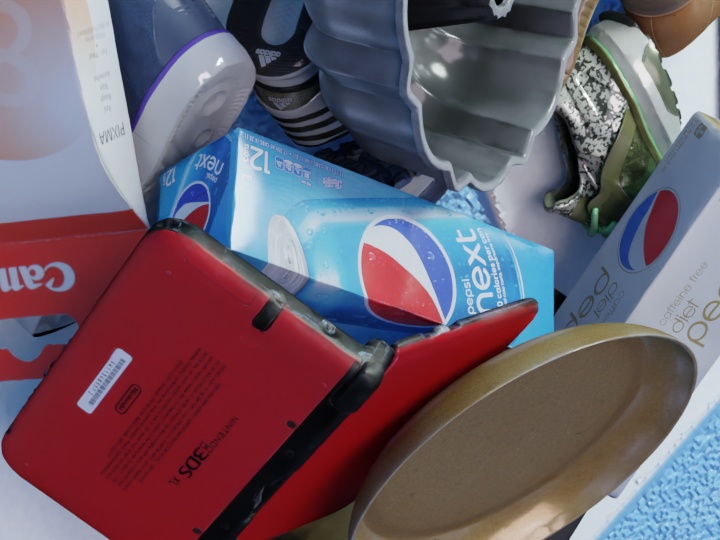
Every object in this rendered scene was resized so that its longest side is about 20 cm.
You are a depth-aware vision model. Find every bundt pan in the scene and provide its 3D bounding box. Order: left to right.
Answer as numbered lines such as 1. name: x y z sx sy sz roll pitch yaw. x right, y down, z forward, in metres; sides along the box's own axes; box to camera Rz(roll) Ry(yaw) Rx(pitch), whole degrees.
1. bundt pan: 0.036 -0.142 0.966 0.202 0.075 0.203 -33 128 -55

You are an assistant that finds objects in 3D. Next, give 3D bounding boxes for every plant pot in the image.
1. plant pot: 0.077 0.089 0.997 0.199 0.028 0.200 -24 149 -15

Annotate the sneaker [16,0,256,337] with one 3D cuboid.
1. sneaker: -0.148 -0.083 0.996 0.080 0.147 0.200 -18 150 -55

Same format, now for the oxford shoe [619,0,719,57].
1. oxford shoe: 0.211 -0.205 1.146 0.200 0.071 0.071 -50 144 -17

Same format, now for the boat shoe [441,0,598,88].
1. boat shoe: 0.091 -0.139 1.085 0.073 0.063 0.200 37 93 -4

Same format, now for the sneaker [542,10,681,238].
1. sneaker: 0.146 -0.041 1.139 0.088 0.077 0.201 -25 102 -6

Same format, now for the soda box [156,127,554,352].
1. soda box: 0.000 0.000 0.969 0.199 0.068 0.064 19 61 -35

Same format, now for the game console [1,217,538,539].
1. game console: -0.046 0.052 0.950 0.172 0.200 0.119 36 42 -5

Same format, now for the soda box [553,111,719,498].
1. soda box: 0.160 0.018 1.084 0.063 0.068 0.200 28 105 -24

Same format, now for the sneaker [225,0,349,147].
1. sneaker: -0.010 -0.154 1.053 0.116 0.075 0.201 71 37 -58

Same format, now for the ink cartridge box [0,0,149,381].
1. ink cartridge box: -0.184 -0.039 0.940 0.161 0.050 0.201 -5 100 21

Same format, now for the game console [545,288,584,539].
1. game console: 0.059 0.083 1.132 0.200 0.031 0.177 33 83 -25

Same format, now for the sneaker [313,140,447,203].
1. sneaker: -0.029 0.008 1.061 0.200 0.077 0.085 -37 124 -2

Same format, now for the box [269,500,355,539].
1. box: -0.013 0.125 1.075 0.199 0.021 0.164 -10 119 -17
